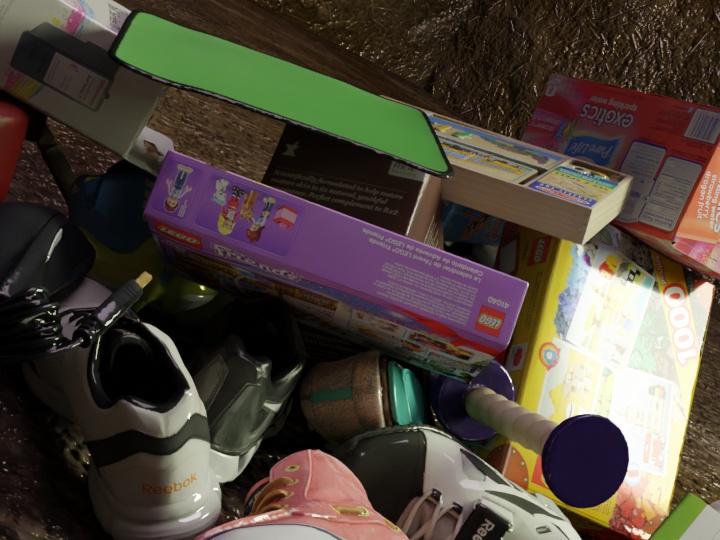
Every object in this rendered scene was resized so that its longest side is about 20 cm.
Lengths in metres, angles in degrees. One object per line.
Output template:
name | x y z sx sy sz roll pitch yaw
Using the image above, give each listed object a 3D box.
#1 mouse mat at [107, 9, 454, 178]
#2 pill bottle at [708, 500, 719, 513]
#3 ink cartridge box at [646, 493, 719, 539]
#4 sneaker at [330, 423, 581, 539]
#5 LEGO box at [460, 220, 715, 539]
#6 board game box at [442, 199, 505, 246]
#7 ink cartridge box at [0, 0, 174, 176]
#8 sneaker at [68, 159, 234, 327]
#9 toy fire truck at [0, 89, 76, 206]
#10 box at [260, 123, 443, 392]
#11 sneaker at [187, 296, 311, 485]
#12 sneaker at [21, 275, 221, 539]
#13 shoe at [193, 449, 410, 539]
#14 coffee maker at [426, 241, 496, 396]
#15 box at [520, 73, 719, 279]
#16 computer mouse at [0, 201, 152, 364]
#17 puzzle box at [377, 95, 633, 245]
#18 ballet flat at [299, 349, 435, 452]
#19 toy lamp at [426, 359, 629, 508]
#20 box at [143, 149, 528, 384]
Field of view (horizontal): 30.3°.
mouse mat | -0.045 -0.106 0.775 0.198 0.008 0.161 17 18 -10
pill bottle | 0.274 0.241 0.813 0.199 0.113 0.112 35 13 10
ink cartridge box | 0.207 0.228 0.678 0.200 0.076 0.147 37 36 20
sneaker | 0.066 0.149 0.745 0.199 0.074 0.089 25 13 -31
LEGO box | 0.155 0.077 0.939 0.148 0.202 0.077 26 -21 -25
board game box | 0.054 -0.074 1.042 0.151 0.037 0.200 39 17 25
ink cartridge box | -0.180 -0.138 0.813 0.199 0.068 0.117 30 12 -22
sneaker | -0.114 -0.021 0.867 0.199 0.075 0.106 9 70 -58
toy fire truck | -0.233 -0.075 0.834 0.198 0.130 0.176 17 17 -19
box | 0.000 0.000 0.864 0.099 0.075 0.201 12 -35 15
sneaker | -0.061 0.054 0.769 0.066 0.091 0.200 32 12 0
sneaker | -0.118 0.045 0.650 0.073 0.081 0.200 -14 34 -25
shoe | -0.035 0.129 0.605 0.091 0.072 0.200 39 9 35
coffee maker | 0.067 0.032 1.060 0.191 0.135 0.200 32 13 0
box | 0.212 -0.070 0.995 0.094 0.103 0.200 26 -1 -34
computer mouse | -0.160 -0.003 0.635 0.139 0.046 0.200 -5 15 15
puzzle box | 0.074 -0.072 0.889 0.199 0.026 0.133 20 20 17
ballet flat | 0.004 0.088 0.824 0.200 0.067 0.069 59 24 -68
toy lamp | 0.091 0.089 0.801 0.058 0.059 0.200 27 -2 -21
box | -0.016 0.003 0.737 0.198 0.039 0.137 20 -13 1
